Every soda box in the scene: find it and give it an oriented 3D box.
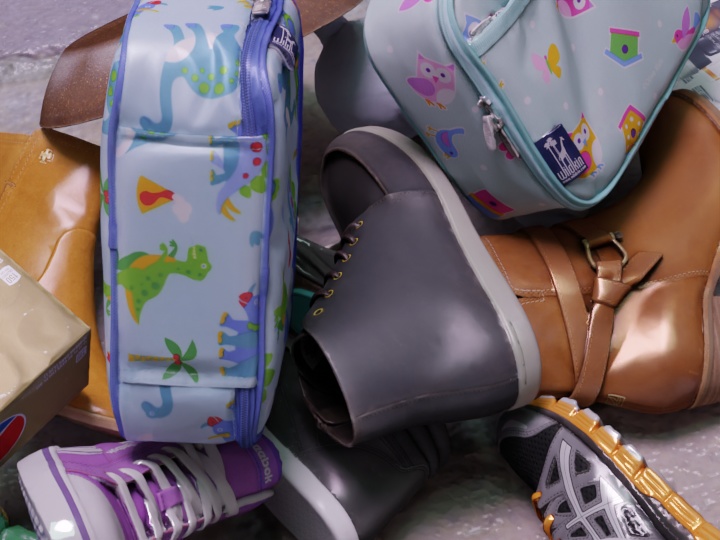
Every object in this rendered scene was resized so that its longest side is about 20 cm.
[{"bbox_3d":[-0.218,0.084,0.810,0.068,0.064,0.200,39,62,12],"label":"soda box"}]

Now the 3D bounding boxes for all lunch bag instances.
[{"bbox_3d":[0.094,-0.135,0.888,0.077,0.161,0.200,-2,44,44],"label":"lunch bag"},{"bbox_3d":[-0.070,-0.033,0.801,0.082,0.201,0.161,2,21,-1],"label":"lunch bag"}]

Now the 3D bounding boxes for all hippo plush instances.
[{"bbox_3d":[0.053,-0.095,1.015,0.200,0.160,0.160,-31,18,-38],"label":"hippo plush"}]

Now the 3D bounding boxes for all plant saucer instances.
[{"bbox_3d":[-0.094,-0.135,0.977,0.199,0.037,0.201,-20,15,5],"label":"plant saucer"}]

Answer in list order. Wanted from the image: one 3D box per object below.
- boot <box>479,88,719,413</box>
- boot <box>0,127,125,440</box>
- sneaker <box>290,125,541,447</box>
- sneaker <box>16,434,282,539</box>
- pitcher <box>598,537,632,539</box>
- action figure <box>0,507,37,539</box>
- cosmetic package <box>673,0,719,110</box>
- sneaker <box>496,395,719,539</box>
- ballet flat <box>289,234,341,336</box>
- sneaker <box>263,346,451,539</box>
[{"bbox_3d":[0.132,-0.013,0.931,0.154,0.077,0.201,-2,63,-11],"label":"boot"},{"bbox_3d":[-0.165,0.000,0.948,0.200,0.071,0.145,22,81,34],"label":"boot"},{"bbox_3d":[0.000,0.000,0.872,0.106,0.075,0.200,-14,43,-21],"label":"sneaker"},{"bbox_3d":[-0.093,0.100,0.801,0.114,0.073,0.200,-19,3,-4],"label":"sneaker"},{"bbox_3d":[0.090,0.221,0.686,0.200,0.121,0.172,-36,88,-27],"label":"pitcher"},{"bbox_3d":[-0.237,0.115,0.877,0.199,0.119,0.055,22,42,16],"label":"action figure"},{"bbox_3d":[0.226,-0.148,1.074,0.150,0.052,0.200,-22,48,-15],"label":"cosmetic package"},{"bbox_3d":[0.121,0.132,0.818,0.077,0.078,0.200,-44,46,-4],"label":"sneaker"},{"bbox_3d":[-0.037,0.003,0.968,0.199,0.068,0.068,25,45,15],"label":"ballet flat"},{"bbox_3d":[-0.032,0.060,0.910,0.099,0.071,0.200,-31,55,-23],"label":"sneaker"}]
